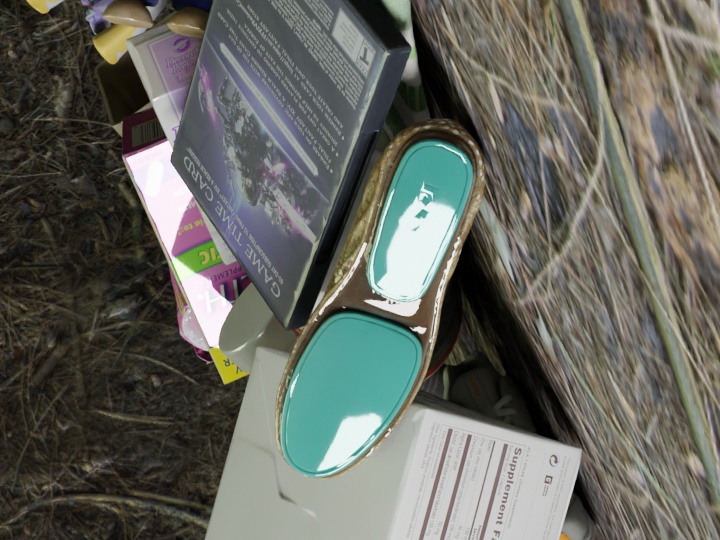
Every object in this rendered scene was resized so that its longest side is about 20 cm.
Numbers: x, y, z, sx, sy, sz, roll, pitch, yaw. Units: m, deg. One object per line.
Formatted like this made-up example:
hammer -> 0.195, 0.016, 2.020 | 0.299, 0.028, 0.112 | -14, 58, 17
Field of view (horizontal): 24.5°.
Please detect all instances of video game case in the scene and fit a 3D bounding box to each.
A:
video game case -> -0.044, -0.086, 0.889 | 0.143, 0.019, 0.201 | 53, 142, 30

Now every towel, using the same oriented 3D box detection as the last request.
towel -> 0.009, -0.137, 0.907 | 0.201, 0.023, 0.153 | 74, 171, -55

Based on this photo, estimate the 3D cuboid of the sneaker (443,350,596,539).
sneaker -> 0.082, 0.112, 1.008 | 0.200, 0.075, 0.093 | -127, 19, -71

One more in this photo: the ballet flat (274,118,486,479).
ballet flat -> 0.013, 0.013, 0.854 | 0.070, 0.201, 0.065 | 25, -162, -4

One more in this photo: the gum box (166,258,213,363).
gum box -> -0.069, -0.010, 1.404 | 0.114, 0.198, 0.067 | -117, 4, -56

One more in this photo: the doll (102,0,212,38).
doll -> -0.097, -0.243, 0.988 | 0.048, 0.135, 0.202 | -28, -53, -87

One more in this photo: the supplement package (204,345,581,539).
supplement package -> 0.009, 0.145, 0.951 | 0.199, 0.110, 0.157 | 14, 88, 60

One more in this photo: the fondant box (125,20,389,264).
fondant box -> -0.056, -0.101, 1.099 | 0.201, 0.143, 0.059 | 72, 174, -57

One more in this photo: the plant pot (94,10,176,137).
plant pot -> -0.161, -0.184, 1.870 | 0.178, 0.199, 0.200 | 56, -178, -29

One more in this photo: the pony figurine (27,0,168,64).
pony figurine -> -0.115, -0.228, 1.107 | 0.167, 0.199, 0.193 | 58, -171, 22

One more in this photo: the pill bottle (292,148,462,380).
pill bottle -> 0.000, 0.000, 1.043 | 0.200, 0.115, 0.117 | 64, -179, -69

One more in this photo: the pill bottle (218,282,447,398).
pill bottle -> -0.004, 0.084, 1.211 | 0.200, 0.111, 0.111 | 40, -173, -22

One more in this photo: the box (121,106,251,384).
box -> -0.064, -0.047, 1.262 | 0.097, 0.174, 0.202 | -110, -2, -67
